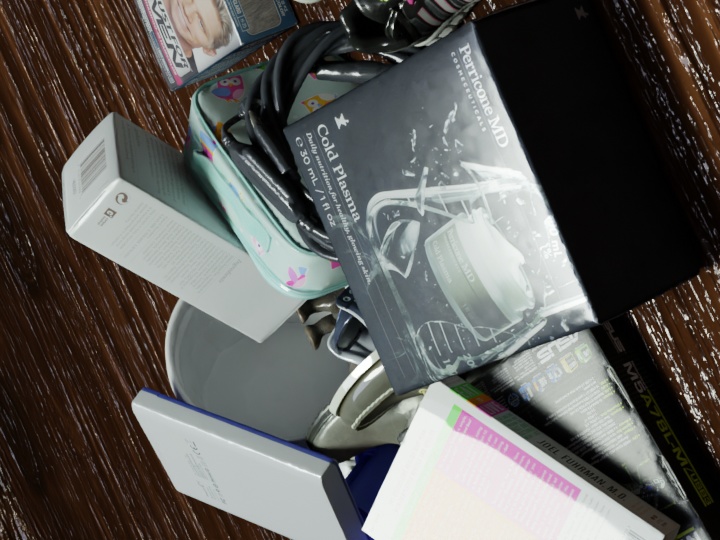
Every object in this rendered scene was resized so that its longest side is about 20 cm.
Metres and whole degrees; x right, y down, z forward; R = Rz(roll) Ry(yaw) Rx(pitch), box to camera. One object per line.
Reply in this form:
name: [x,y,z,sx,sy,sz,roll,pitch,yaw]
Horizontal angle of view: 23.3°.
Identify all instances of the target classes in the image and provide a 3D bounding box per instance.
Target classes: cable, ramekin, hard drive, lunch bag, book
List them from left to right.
hard drive: [-0.091,0.173,1.463,0.199,0.025,0.132,17,146,31]
ramekin: [-0.071,0.088,1.556,0.201,0.199,0.105,53,162,27]
lunch bag: [-0.045,-0.079,1.385,0.200,0.160,0.077,53,152,26]
cable: [0.005,-0.090,1.292,0.200,0.163,0.051,45,172,15]
book: [0.110,0.179,1.219,0.200,0.048,0.134,34,116,26]

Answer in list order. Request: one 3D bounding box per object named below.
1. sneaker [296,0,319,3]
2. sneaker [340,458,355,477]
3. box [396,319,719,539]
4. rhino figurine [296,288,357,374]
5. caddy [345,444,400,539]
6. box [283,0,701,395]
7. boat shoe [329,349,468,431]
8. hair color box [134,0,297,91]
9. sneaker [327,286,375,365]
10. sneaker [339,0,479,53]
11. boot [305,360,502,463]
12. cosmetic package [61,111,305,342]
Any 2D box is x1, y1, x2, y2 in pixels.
sneaker: [-0.072,-0.286,1.390,0.201,0.075,0.088,60,172,20]
sneaker: [-0.002,0.199,1.652,0.200,0.078,0.100,45,145,37]
box: [0.143,0.153,1.244,0.200,0.047,0.194,-39,76,36]
rhino figurine: [-0.012,0.026,1.493,0.201,0.087,0.060,60,175,27]
caddy: [0.058,0.230,1.509,0.200,0.105,0.141,47,151,1]
box: [0.083,-0.048,1.137,0.196,0.124,0.201,-24,89,46]
boat shoe: [0.060,0.060,1.299,0.202,0.072,0.060,-42,78,19]
hair color box: [-0.134,-0.233,1.554,0.200,0.060,0.101,-16,97,65]
sneaker: [0.000,0.000,1.425,0.200,0.108,0.070,51,151,31]
sneaker: [0.040,-0.202,1.189,0.074,0.087,0.200,62,155,10]
boot: [0.055,0.135,1.357,0.199,0.068,0.131,-34,65,21]
cosmetic package: [-0.139,-0.033,1.407,0.200,0.074,0.102,33,-155,-30]
